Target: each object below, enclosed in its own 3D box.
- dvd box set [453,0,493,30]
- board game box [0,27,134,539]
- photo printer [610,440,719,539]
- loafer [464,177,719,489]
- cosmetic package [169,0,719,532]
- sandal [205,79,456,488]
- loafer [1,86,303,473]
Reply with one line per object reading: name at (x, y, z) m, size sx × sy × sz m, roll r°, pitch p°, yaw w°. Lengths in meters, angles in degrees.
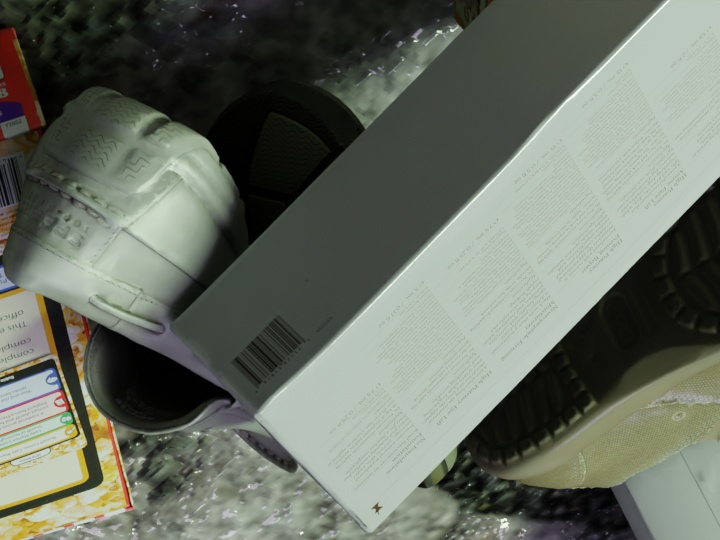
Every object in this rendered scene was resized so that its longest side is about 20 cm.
dvd box set at (0.102, -0.154, 0.648) m, size 0.145 × 0.029 × 0.201 m, roll -14°, pitch 141°, yaw -14°
board game box at (-0.160, 0.027, 0.716) m, size 0.151 × 0.046 × 0.201 m, roll -16°, pitch 142°, yaw -10°
photo printer at (0.216, 0.131, 0.910) m, size 0.166 × 0.201 × 0.069 m, roll -30°, pitch 160°, yaw 8°
loafer at (0.129, 0.019, 0.842) m, size 0.199 × 0.076 × 0.067 m, roll -30°, pitch 145°, yaw 22°
cosmetic package at (0.043, -0.024, 0.655) m, size 0.200 × 0.051 × 0.083 m, roll -45°, pitch 140°, yaw -5°
sandal at (-0.001, 0.000, 0.759) m, size 0.057 × 0.080 × 0.201 m, roll -44°, pitch 149°, yaw -17°
loafer at (-0.056, 0.019, 0.694) m, size 0.070 × 0.070 × 0.200 m, roll -56°, pitch 149°, yaw -14°
